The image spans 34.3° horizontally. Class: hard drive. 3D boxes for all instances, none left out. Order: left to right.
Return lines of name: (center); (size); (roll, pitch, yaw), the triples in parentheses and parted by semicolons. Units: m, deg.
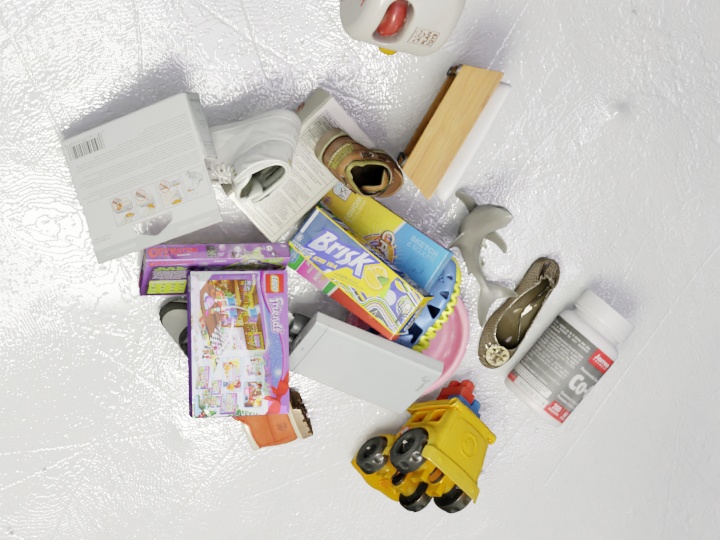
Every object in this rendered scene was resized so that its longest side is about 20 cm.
hard drive: (0.000, 0.135, 1.672); (0.199, 0.027, 0.132); (23, 139, -16)

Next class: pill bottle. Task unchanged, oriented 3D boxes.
pill bottle: (0.329, 0.136, 1.829); (0.114, 0.114, 0.200); (38, 95, -23)

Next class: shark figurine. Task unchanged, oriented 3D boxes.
shark figurine: (0.162, -0.025, 1.745); (0.089, 0.128, 0.215); (-35, 143, -26)

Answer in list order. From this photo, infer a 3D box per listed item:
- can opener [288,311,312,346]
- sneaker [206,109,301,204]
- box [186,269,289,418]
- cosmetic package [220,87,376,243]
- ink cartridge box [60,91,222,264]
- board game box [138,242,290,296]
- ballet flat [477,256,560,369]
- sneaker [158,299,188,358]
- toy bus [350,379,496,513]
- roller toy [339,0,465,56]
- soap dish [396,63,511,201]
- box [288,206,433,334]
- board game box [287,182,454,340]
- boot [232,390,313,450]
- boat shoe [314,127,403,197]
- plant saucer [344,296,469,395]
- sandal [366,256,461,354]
can opener: (-0.090, 0.079, 1.694); (0.199, 0.067, 0.053); (23, 128, -12)
sneaker: (-0.173, -0.134, 1.541); (0.199, 0.116, 0.074); (-20, 133, 25)
box: (-0.168, 0.099, 1.603); (0.136, 0.039, 0.201); (0, 90, -16)
cosmetic package: (-0.089, -0.149, 1.632); (0.200, 0.087, 0.103); (-42, 112, 1)
ink cartridge box: (-0.280, -0.120, 1.534); (0.199, 0.044, 0.174); (-18, 89, 19)
board game box: (-0.206, -0.001, 1.638); (0.199, 0.120, 0.032); (-1, 69, -16)
ballet flat: (0.250, 0.069, 1.821); (0.067, 0.046, 0.200); (31, 97, -22)
sneaker: (-0.210, 0.119, 1.660); (0.200, 0.079, 0.074); (43, 118, 4)
toy bus: (0.107, 0.259, 1.796); (0.136, 0.200, 0.192); (43, 57, -24)
roller toy: (0.063, -0.380, 1.547); (0.139, 0.182, 0.201); (11, 104, -20)
soap dish: (0.127, -0.200, 1.647); (0.081, 0.157, 0.200); (30, 98, -5)
box: (0.000, 0.000, 1.617); (0.200, 0.064, 0.070); (40, 98, 14)
board game box: (0.010, -0.019, 1.669); (0.200, 0.040, 0.153); (35, 97, 14)
boot: (-0.153, 0.176, 1.731); (0.107, 0.075, 0.201); (-19, 107, 4)
boat shoe: (0.009, -0.127, 1.582); (0.072, 0.068, 0.200); (-51, 151, 13)
plant saucer: (0.065, 0.095, 1.775); (0.200, 0.051, 0.201); (-5, 108, -15)
sandal: (0.076, 0.062, 1.702); (0.087, 0.079, 0.201); (27, 97, -18)
